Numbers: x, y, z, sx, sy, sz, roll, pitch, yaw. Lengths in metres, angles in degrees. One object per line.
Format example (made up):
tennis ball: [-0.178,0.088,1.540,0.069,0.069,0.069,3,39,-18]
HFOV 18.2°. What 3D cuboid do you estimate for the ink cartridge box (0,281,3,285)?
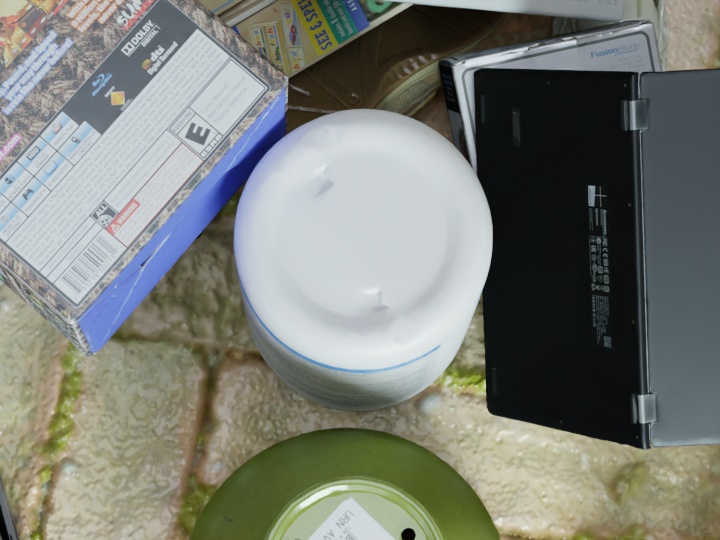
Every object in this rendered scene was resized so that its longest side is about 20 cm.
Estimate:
ink cartridge box: [-0.230,-0.032,1.225,0.200,0.146,0.084,-38,83,-9]

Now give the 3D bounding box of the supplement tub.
supplement tub: [0.000,0.000,1.196,0.131,0.200,0.133,0,79,-2]

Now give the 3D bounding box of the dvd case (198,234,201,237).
dvd case: [-0.134,-0.122,1.248,0.017,0.143,0.201,-31,81,-26]

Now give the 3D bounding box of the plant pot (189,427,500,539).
plant pot: [-0.007,0.163,1.165,0.185,0.200,0.189,0,79,-1]

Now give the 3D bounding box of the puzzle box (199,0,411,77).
puzzle box: [-0.058,-0.200,1.188,0.133,0.025,0.201,-31,120,-4]

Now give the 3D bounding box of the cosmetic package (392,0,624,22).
cosmetic package: [0.054,-0.188,1.190,0.199,0.074,0.103,1,97,-40]

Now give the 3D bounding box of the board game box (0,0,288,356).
board game box: [-0.159,-0.086,1.114,0.200,0.097,0.160,40,79,6]

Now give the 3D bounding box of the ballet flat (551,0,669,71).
ballet flat: [0.145,-0.176,1.303,0.071,0.072,0.202,1,80,-1]

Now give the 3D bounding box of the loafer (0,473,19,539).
loafer: [-0.194,0.164,1.229,0.063,0.072,0.201,-26,79,-12]

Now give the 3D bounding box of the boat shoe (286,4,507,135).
boat shoe: [0.011,-0.119,1.290,0.200,0.065,0.071,-39,75,-24]

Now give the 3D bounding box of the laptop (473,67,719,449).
laptop: [0.165,-0.012,1.162,0.115,0.199,0.189,-8,99,-35]

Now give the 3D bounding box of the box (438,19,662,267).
box: [0.120,-0.030,1.246,0.116,0.060,0.202,-13,98,-3]
